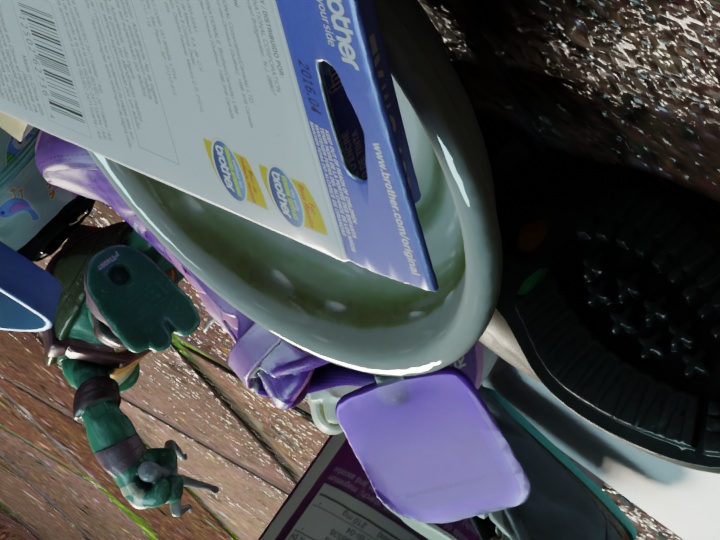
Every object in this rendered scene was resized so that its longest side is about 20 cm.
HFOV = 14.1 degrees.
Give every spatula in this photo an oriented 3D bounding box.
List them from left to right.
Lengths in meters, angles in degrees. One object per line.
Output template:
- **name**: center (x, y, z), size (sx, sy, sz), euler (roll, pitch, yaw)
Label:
- **spatula**: center (0.000, 0.000, 1.016), size (0.201, 0.056, 0.021), euler (69, -156, -10)

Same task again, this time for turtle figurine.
- **turtle figurine**: center (-0.087, 0.022, 1.205), size (0.100, 0.150, 0.200), euler (18, 156, -4)

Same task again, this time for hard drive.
- **hard drive**: center (0.123, 0.061, 1.092), size (0.132, 0.025, 0.200), euler (36, 167, -2)

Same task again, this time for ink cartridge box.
- **ink cartridge box**: center (-0.052, -0.076, 0.835), size (0.200, 0.042, 0.120), euler (26, 144, 40)

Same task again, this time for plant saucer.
- **plant saucer**: center (-0.023, -0.059, 0.909), size (0.200, 0.050, 0.200), euler (35, 149, 24)

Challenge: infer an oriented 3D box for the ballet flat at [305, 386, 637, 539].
- **ballet flat**: center (0.023, 0.056, 1.141), size (0.200, 0.073, 0.073), euler (49, 168, 3)

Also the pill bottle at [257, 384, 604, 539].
- **pill bottle**: center (0.011, 0.132, 1.241), size (0.112, 0.200, 0.112), euler (33, 167, 8)

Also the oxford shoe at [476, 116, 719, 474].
- **oxford shoe**: center (0.082, 0.013, 0.938), size (0.084, 0.073, 0.200), euler (44, 177, -42)

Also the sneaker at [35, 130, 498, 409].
- **sneaker**: center (-0.033, 0.001, 1.068), size (0.200, 0.089, 0.080), euler (24, 169, 1)

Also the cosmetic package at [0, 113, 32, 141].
- **cosmetic package**: center (-0.177, -0.138, 1.040), size (0.200, 0.071, 0.105), euler (36, 168, -4)

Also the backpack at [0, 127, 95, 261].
- **backpack**: center (-0.190, -0.052, 1.212), size (0.127, 0.167, 0.200), euler (41, 158, -27)

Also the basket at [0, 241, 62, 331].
- **basket**: center (-0.224, -0.022, 1.069), size (0.176, 0.140, 0.200), euler (2, 157, 24)
